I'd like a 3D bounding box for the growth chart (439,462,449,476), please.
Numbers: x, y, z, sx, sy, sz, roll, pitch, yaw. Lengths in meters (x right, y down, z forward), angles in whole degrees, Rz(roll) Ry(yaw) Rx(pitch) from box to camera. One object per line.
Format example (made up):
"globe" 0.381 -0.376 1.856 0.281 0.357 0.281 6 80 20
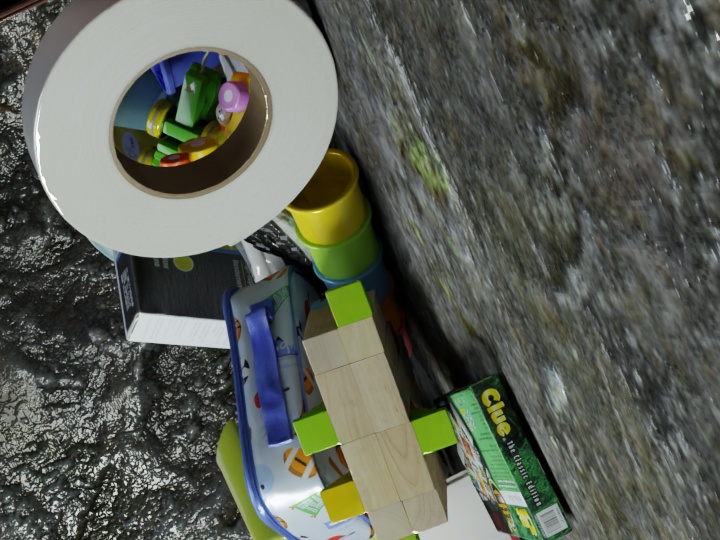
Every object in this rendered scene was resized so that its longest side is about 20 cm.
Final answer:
"growth chart" -0.005 0.108 1.407 0.144 0.018 0.201 0 -129 -47

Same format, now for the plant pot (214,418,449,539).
"plant pot" -0.017 0.216 1.554 0.200 0.180 0.200 57 171 51

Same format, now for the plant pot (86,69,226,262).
"plant pot" -0.161 -0.106 1.555 0.134 0.199 0.202 -23 94 56

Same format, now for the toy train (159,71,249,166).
"toy train" -0.121 -0.119 1.223 0.055 0.202 0.150 12 161 40

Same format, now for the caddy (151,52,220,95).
"caddy" -0.175 -0.233 1.427 0.142 0.104 0.200 64 173 11

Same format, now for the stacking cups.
"stacking cups" 0.000 0.000 1.214 0.061 0.060 0.201 57 175 44

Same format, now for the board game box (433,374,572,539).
"board game box" 0.088 0.123 1.084 0.200 0.023 0.106 124 123 -83

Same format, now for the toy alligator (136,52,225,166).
"toy alligator" -0.129 -0.119 1.311 0.059 0.202 0.054 24 -158 14

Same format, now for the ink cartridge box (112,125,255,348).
"ink cartridge box" -0.113 -0.024 1.404 0.047 0.198 0.199 -57 38 43

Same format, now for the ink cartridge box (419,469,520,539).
"ink cartridge box" 0.083 0.245 1.300 0.146 0.084 0.200 63 172 13

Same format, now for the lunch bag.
"lunch bag" -0.044 0.101 1.239 0.160 0.075 0.202 44 -150 -57

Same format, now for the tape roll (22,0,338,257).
"tape roll" -0.111 -0.099 1.047 0.037 0.201 0.204 55 169 48

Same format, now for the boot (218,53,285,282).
"boot" -0.091 -0.091 1.355 0.202 0.095 0.074 64 173 6

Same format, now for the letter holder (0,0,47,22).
"letter holder" -0.159 -0.222 0.965 0.101 0.198 0.142 66 172 -17

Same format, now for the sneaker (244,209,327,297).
"sneaker" -0.029 -0.028 1.277 0.073 0.080 0.200 16 162 28

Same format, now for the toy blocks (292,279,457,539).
"toy blocks" 0.012 0.092 1.171 0.137 0.099 0.202 -82 -28 -76
